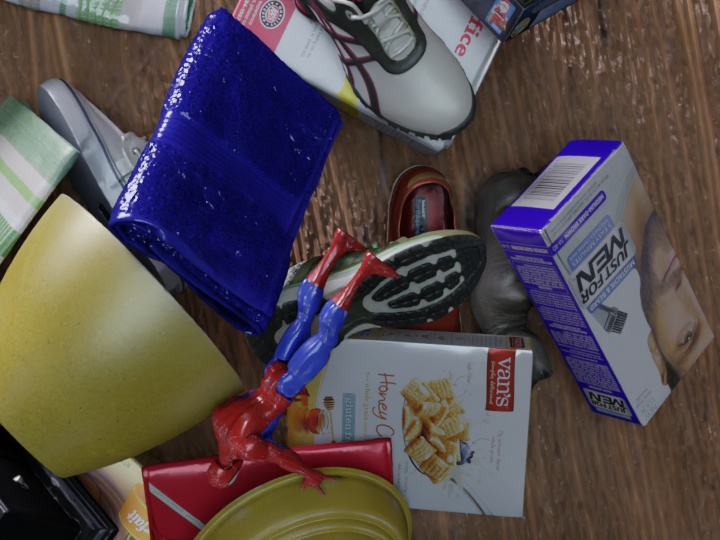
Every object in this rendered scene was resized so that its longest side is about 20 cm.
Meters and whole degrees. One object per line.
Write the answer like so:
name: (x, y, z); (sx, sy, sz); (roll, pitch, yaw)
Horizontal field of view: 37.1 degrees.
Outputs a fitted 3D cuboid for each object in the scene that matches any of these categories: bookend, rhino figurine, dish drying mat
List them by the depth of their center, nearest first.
bookend: (-0.312, 0.145, 0.769); (0.198, 0.200, 0.093); (38, 90, 34)
dish drying mat: (-0.071, 0.179, 0.852); (0.196, 0.018, 0.078); (-5, 107, -6)
rhino figurine: (0.134, 0.010, 0.897); (0.086, 0.060, 0.204); (4, 93, -7)

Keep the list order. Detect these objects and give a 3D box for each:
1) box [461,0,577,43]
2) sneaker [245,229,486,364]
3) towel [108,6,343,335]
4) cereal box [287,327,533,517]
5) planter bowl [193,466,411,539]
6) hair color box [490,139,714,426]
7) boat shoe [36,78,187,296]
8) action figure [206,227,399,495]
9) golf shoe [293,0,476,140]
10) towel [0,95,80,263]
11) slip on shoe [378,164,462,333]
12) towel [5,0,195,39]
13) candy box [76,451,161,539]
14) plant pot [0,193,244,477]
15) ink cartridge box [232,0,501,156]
box: (0.092, -0.281, 0.837); (0.136, 0.038, 0.200); (-33, 76, -35)
sneaker: (0.000, 0.000, 0.841); (0.197, 0.089, 0.078); (-17, 129, -1)
towel: (-0.086, -0.074, 0.779); (0.147, 0.049, 0.202); (41, 53, -36)
cereal box: (0.039, 0.122, 0.876); (0.196, 0.040, 0.146); (3, 104, 7)
planter bowl: (-0.037, 0.255, 0.822); (0.197, 0.084, 0.203); (-13, 127, -17)
hair color box: (0.196, 0.010, 0.850); (0.109, 0.064, 0.201); (-44, 119, -22)
boat shoe: (-0.188, -0.076, 0.879); (0.069, 0.071, 0.201); (-34, 90, -29)
action figure: (-0.035, 0.080, 0.776); (0.201, 0.065, 0.099); (-54, 135, 2)
golf shoe: (0.010, -0.176, 0.787); (0.077, 0.088, 0.200); (-44, 95, -1)
towel: (-0.303, -0.034, 0.840); (0.023, 0.152, 0.201); (35, 90, -42)
slip on shoe: (0.053, 0.014, 0.892); (0.073, 0.061, 0.204); (0, 94, -6)
towel: (-0.226, -0.283, 0.882); (0.197, 0.031, 0.152); (12, 91, -3)
candy box: (-0.186, 0.224, 0.888); (0.199, 0.055, 0.116); (41, 89, -4)
plant pot: (-0.205, 0.066, 0.797); (0.142, 0.200, 0.200); (-44, 94, -13)
ink cartridge box: (0.009, -0.201, 0.870); (0.198, 0.083, 0.147); (28, 91, -4)
